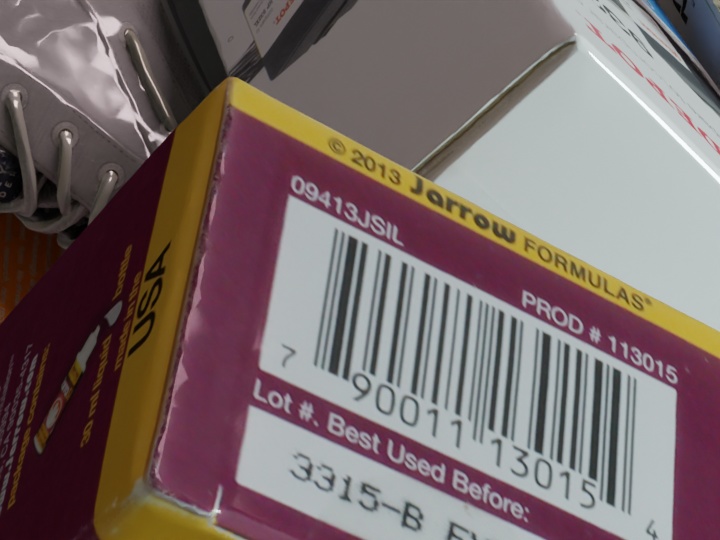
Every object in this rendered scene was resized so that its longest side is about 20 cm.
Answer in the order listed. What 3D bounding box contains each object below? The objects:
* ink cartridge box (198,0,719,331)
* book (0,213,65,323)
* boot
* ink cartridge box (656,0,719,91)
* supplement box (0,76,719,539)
[{"bbox_3d":[0.039,-0.039,0.612,0.145,0.084,0.200,40,16,-33],"label":"ink cartridge box"},{"bbox_3d":[-0.096,0.022,0.651,0.200,0.048,0.134,32,42,-38],"label":"book"},{"bbox_3d":[-0.073,-0.019,0.629,0.095,0.074,0.201,-5,61,-45],"label":"boot"},{"bbox_3d":[0.133,-0.017,0.724,0.075,0.201,0.148,1,34,-12],"label":"ink cartridge box"},{"bbox_3d":[-0.031,0.073,0.507,0.131,0.200,0.104,25,48,-20],"label":"supplement box"}]
